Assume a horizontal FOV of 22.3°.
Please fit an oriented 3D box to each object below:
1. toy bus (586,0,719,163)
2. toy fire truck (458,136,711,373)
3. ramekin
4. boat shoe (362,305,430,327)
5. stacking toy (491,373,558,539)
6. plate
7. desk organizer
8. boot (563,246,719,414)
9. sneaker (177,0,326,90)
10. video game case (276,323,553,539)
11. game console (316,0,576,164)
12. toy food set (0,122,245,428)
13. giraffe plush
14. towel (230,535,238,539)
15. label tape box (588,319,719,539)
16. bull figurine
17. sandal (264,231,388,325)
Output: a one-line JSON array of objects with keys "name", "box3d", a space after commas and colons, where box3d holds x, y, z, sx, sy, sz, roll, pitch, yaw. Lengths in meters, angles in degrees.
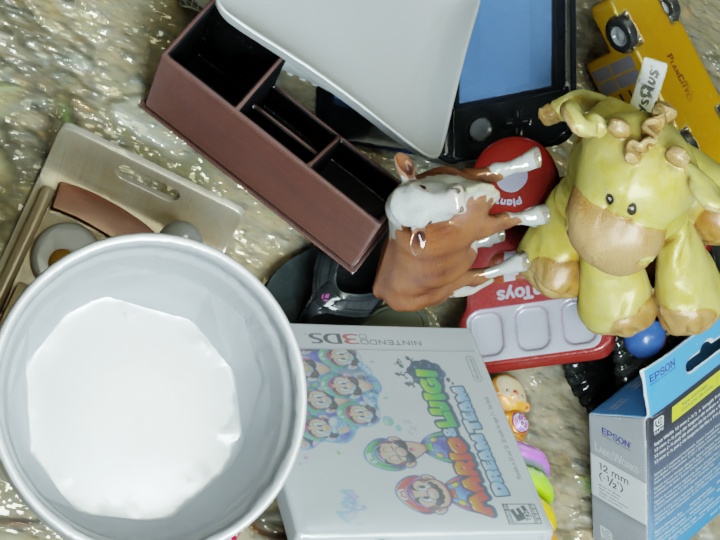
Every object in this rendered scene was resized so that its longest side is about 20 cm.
[{"name": "toy bus", "box3d": [0.254, -0.141, 1.532, 0.065, 0.078, 0.201, -32, 95, -31]}, {"name": "toy fire truck", "box3d": [0.170, -0.010, 1.388, 0.198, 0.112, 0.170, -7, 72, 11]}, {"name": "ramekin", "box3d": [-0.141, 0.083, 1.160, 0.198, 0.105, 0.203, 3, 80, -16]}, {"name": "boat shoe", "box3d": [0.009, 0.109, 1.337, 0.200, 0.074, 0.067, -73, 158, -47]}, {"name": "stacking toy", "box3d": [0.107, 0.169, 1.375, 0.115, 0.110, 0.202, 20, 58, -22]}, {"name": "plate", "box3d": [-0.008, -0.195, 1.327, 0.199, 0.032, 0.201, 34, 47, -20]}, {"name": "desk organizer", "box3d": [-0.055, -0.097, 1.311, 0.199, 0.077, 0.072, 38, 62, 2]}, {"name": "boot", "box3d": [0.220, 0.003, 1.479, 0.157, 0.079, 0.213, -20, 90, -32]}, {"name": "sneaker", "box3d": [-0.042, -0.176, 1.367, 0.199, 0.080, 0.077, 36, 45, -16]}, {"name": "video game case", "box3d": [0.019, 0.111, 1.247, 0.180, 0.024, 0.201, 3, 40, -21]}, {"name": "game console", "box3d": [0.068, -0.196, 1.419, 0.118, 0.169, 0.202, 19, 68, -53]}, {"name": "toy food set", "box3d": [-0.177, 0.017, 1.239, 0.142, 0.060, 0.202, 25, 67, -10]}, {"name": "giraffe plush", "box3d": [0.190, -0.052, 1.254, 0.170, 0.162, 0.203, 1, 92, 7]}, {"name": "towel", "box3d": [-0.120, 0.114, 1.290, 0.144, 0.022, 0.201, 40, 62, -18]}, {"name": "label tape box", "box3d": [0.245, 0.113, 1.419, 0.143, 0.066, 0.202, -32, 131, -31]}, {"name": "bull figurine", "box3d": [0.063, -0.030, 1.258, 0.120, 0.200, 0.066, -11, 71, -14]}, {"name": "sandal", "box3d": [0.000, -0.001, 1.361, 0.200, 0.048, 0.076, -35, 81, -35]}]
